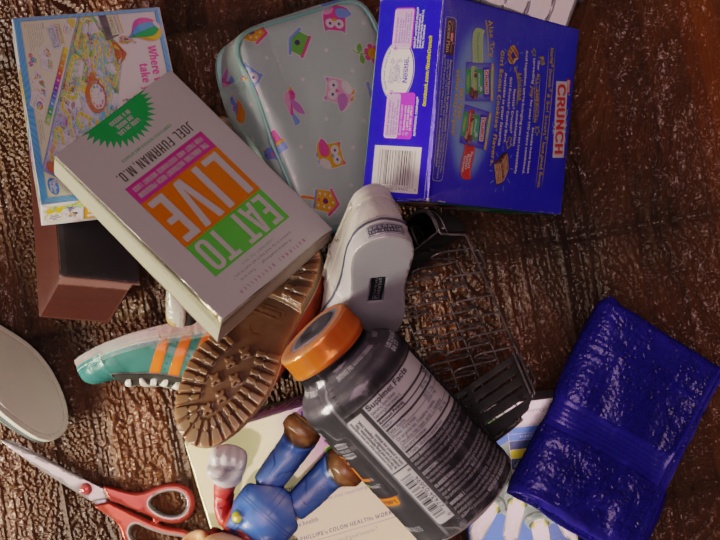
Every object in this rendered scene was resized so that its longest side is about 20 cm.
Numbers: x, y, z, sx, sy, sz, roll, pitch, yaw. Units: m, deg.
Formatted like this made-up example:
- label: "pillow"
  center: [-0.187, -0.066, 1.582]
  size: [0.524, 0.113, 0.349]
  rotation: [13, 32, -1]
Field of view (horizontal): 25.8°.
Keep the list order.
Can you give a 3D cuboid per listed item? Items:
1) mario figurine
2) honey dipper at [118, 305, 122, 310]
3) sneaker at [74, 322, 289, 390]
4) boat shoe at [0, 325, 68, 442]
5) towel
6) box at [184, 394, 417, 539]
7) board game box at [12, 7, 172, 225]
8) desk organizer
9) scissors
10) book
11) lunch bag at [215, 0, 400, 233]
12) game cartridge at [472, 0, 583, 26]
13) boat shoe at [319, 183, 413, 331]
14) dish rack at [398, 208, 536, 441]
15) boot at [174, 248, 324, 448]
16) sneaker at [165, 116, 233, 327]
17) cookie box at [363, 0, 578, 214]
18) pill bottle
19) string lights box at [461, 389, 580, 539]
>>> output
- label: "mario figurine"
  center: [-0.086, 0.222, 1.317]
  size: [0.123, 0.106, 0.200]
  rotation: [36, 85, 35]
- label: "honey dipper"
  center: [-0.204, -0.063, 1.446]
  size: [0.038, 0.038, 0.201]
  rotation: [20, 90, 2]
- label: "sneaker"
  center: [-0.159, 0.086, 1.430]
  size: [0.199, 0.071, 0.080]
  rotation: [-13, 87, 2]
- label: "boat shoe"
  center: [-0.354, 0.088, 1.456]
  size: [0.200, 0.073, 0.062]
  rotation: [44, 137, -6]
- label: "towel"
  center: [0.231, 0.142, 1.388]
  size: [0.147, 0.050, 0.201]
  rotation: [30, 78, -20]
- label: "box"
  center: [-0.042, 0.216, 1.418]
  size: [0.175, 0.097, 0.201]
  rotation: [-17, 92, 3]
- label: "board game box"
  center: [-0.227, -0.139, 1.379]
  size: [0.134, 0.034, 0.201]
  rotation: [-7, 61, -14]
- label: "desk organizer"
  center: [-0.251, -0.059, 1.402]
  size: [0.071, 0.077, 0.201]
  rotation: [6, 57, -26]
- label: "scissors"
  center: [-0.248, 0.216, 1.468]
  size: [0.199, 0.014, 0.073]
  rotation: [15, 95, 0]
- label: "book"
  center: [-0.139, -0.058, 1.310]
  size: [0.200, 0.048, 0.134]
  rotation: [43, 65, 11]
- label: "lunch bag"
  center: [-0.028, -0.131, 1.393]
  size: [0.160, 0.077, 0.201]
  rotation: [-23, 94, -28]
- label: "game cartridge"
  center: [0.163, -0.328, 1.420]
  size: [0.129, 0.038, 0.201]
  rotation: [20, 93, -2]
- label: "boat shoe"
  center: [0.000, 0.000, 1.325]
  size: [0.071, 0.200, 0.070]
  rotation: [-6, 58, -11]
- label: "dish rack"
  center: [0.066, 0.063, 1.373]
  size: [0.153, 0.054, 0.201]
  rotation: [-40, 65, 43]
- label: "boot"
  center: [-0.085, 0.073, 1.354]
  size: [0.075, 0.107, 0.200]
  rotation: [27, 74, 17]
- label: "sneaker"
  center: [-0.117, -0.040, 1.403]
  size: [0.087, 0.076, 0.201]
  rotation: [17, 74, -6]
- label: "cookie box"
  center: [0.098, -0.136, 1.348]
  size: [0.075, 0.200, 0.172]
  rotation: [7, 92, 41]
- label: "pill bottle"
  center: [0.024, 0.121, 1.296]
  size: [0.106, 0.106, 0.200]
  rotation: [-41, 102, 3]
- label: "string lights box"
  center: [0.145, 0.215, 1.428]
  size: [0.102, 0.059, 0.201]
  rotation: [-7, 92, 2]
